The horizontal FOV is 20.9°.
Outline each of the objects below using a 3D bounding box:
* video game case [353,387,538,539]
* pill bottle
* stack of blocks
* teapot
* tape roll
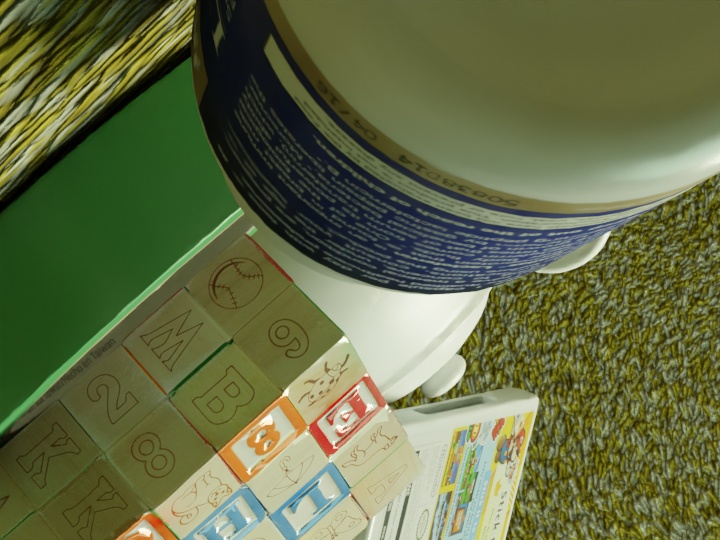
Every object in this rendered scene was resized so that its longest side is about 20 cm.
[{"bbox_3d":[0.024,0.162,0.973,0.182,0.023,0.201,-3,107,-63],"label":"video game case"},{"bbox_3d":[0.023,-0.056,0.427,0.116,0.116,0.200,-42,180,-13],"label":"pill bottle"},{"bbox_3d":[-0.081,0.095,0.682,0.200,0.059,0.115,-41,149,-8],"label":"stack of blocks"},{"bbox_3d":[0.000,0.000,0.938,0.197,0.146,0.200,-47,-169,-18],"label":"teapot"},{"bbox_3d":[-0.081,-0.008,0.665,0.200,0.048,0.200,-43,180,0],"label":"tape roll"}]
